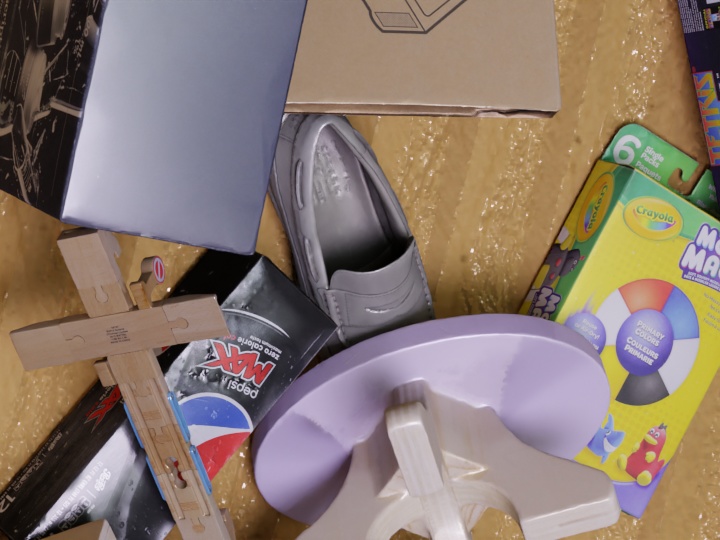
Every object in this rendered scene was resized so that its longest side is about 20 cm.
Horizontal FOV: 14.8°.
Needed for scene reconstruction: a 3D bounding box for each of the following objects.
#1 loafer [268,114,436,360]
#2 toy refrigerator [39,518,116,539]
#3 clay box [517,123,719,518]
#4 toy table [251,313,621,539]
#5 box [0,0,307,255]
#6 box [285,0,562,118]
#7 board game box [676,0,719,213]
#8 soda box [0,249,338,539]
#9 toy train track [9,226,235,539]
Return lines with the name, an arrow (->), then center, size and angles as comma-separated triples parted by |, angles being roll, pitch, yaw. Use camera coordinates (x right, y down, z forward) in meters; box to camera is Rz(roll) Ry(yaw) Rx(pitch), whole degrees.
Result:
loafer -> 0.000, 0.000, 1.505 | 0.070, 0.070, 0.201 | -31, 111, -16
toy refrigerator -> -0.209, 0.200, 1.407 | 0.199, 0.070, 0.076 | -20, 109, 11
clay box -> 0.156, 0.027, 1.592 | 0.115, 0.048, 0.201 | 29, 88, -26
toy table -> 0.042, 0.111, 1.480 | 0.199, 0.117, 0.184 | -25, 126, 11
box -> -0.109, -0.125, 1.373 | 0.104, 0.182, 0.201 | 10, 95, -25
box -> 0.019, -0.178, 1.438 | 0.162, 0.021, 0.201 | 1, 74, -10
board game box -> 0.274, -0.106, 1.591 | 0.165, 0.057, 0.201 | -14, 96, -30
soda box -> -0.106, 0.080, 1.472 | 0.063, 0.071, 0.200 | 43, 82, -25
toy train track -> -0.104, 0.059, 1.404 | 0.114, 0.033, 0.201 | -10, 118, 20
